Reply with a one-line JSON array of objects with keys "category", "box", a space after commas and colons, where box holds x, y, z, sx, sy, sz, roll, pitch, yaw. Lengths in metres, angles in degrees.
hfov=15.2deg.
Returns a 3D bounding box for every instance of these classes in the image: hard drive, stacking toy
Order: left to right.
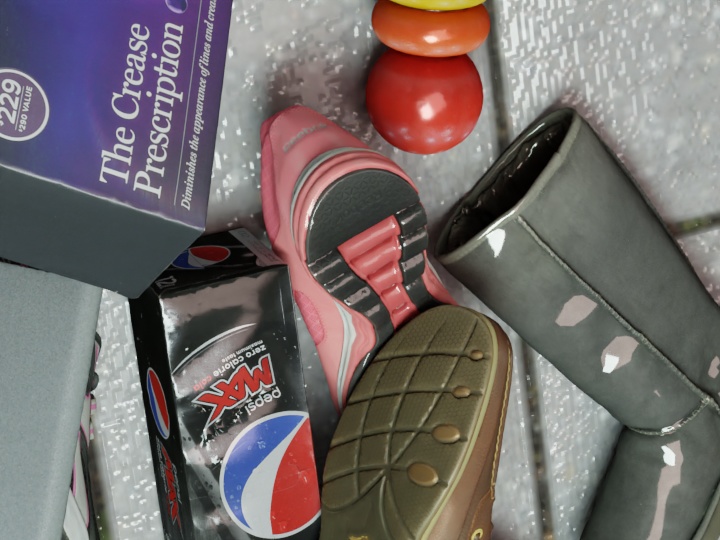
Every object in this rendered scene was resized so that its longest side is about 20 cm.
[{"category": "hard drive", "box": [-0.186, 0.085, 1.070, 0.139, 0.033, 0.200, 12, 65, -10]}, {"category": "stacking toy", "box": [0.036, -0.148, 1.207, 0.085, 0.085, 0.200, -6, 115, -19]}]

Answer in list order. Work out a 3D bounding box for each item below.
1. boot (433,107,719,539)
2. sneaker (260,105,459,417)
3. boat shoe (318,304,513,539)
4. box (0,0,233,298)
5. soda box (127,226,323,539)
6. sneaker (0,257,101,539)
[{"category": "boot", "box": [0.108, 0.049, 1.294, 0.200, 0.073, 0.182, 43, 73, -33]}, {"category": "sneaker", "box": [0.000, 0.000, 1.243, 0.074, 0.087, 0.200, -28, 138, -12]}, {"category": "boat shoe", "box": [0.025, 0.111, 1.227, 0.068, 0.072, 0.200, 8, 103, -51]}, {"category": "box", "box": [-0.128, -0.108, 1.093, 0.141, 0.079, 0.200, 16, 61, -21]}, {"category": "soda box", "box": [-0.059, 0.087, 1.246, 0.063, 0.071, 0.200, -14, 111, -17]}, {"category": "sneaker", "box": [-0.143, 0.062, 1.206, 0.086, 0.080, 0.200, -47, 139, -39]}]
